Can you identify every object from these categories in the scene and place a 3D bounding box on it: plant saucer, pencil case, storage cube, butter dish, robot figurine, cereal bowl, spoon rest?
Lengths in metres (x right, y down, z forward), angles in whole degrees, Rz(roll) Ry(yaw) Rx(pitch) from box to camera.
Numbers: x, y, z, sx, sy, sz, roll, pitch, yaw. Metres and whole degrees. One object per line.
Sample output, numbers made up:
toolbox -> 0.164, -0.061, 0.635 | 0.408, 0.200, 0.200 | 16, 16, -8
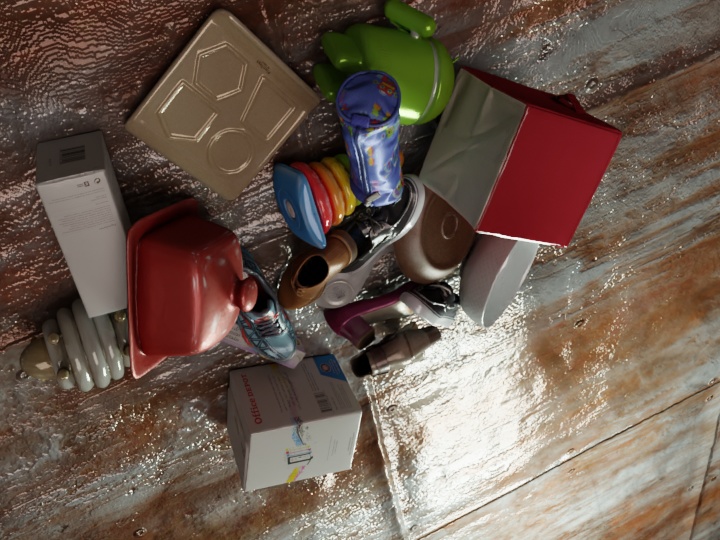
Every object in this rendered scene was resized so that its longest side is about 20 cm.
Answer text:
plant saucer -> 0.130, -0.075, 1.107 | 0.198, 0.036, 0.206 | -18, 115, -41
pencil case -> 0.015, -0.155, 0.882 | 0.076, 0.089, 0.201 | 11, 156, 10
storage cube -> 0.215, -0.160, 0.981 | 0.176, 0.171, 0.204 | 6, 117, -30
butter dish -> -0.205, 0.023, 0.916 | 0.144, 0.200, 0.205 | 7, 107, 10
robot figurine -> 0.039, -0.256, 0.926 | 0.195, 0.117, 0.178 | -1, 130, -27
cereal bowl -> 0.227, -0.008, 1.205 | 0.200, 0.082, 0.203 | -45, 151, -33
spoon rest -> 0.000, 0.000, 1.148 | 0.196, 0.061, 0.100 | -23, 131, 9

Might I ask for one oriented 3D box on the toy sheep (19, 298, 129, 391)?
toy sheep -> -0.368, 0.100, 0.976 | 0.196, 0.138, 0.141 | -14, 130, -24

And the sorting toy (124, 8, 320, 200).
sorting toy -> -0.176, -0.208, 0.912 | 0.200, 0.037, 0.184 | -43, 131, 14

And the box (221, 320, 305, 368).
box -> -0.174, 0.106, 1.139 | 0.198, 0.042, 0.039 | 29, 108, -38

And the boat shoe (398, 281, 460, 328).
boat shoe -> 0.125, 0.049, 1.172 | 0.069, 0.071, 0.199 | -56, 153, 6

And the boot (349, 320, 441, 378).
boot -> 0.048, 0.141, 1.200 | 0.143, 0.072, 0.200 | -21, 169, -20

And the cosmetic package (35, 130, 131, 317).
cosmetic package -> -0.336, -0.056, 0.891 | 0.083, 0.108, 0.204 | -14, 128, -14

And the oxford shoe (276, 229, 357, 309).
oxford shoe -> -0.084, 0.010, 1.052 | 0.071, 0.072, 0.200 | -40, 177, -42

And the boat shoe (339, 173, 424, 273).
boat shoe -> 0.014, -0.063, 1.034 | 0.199, 0.071, 0.066 | -42, 165, 35

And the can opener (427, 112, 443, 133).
can opener -> 0.173, -0.192, 1.093 | 0.052, 0.068, 0.199 | -9, 147, 40

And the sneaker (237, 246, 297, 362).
sneaker -> -0.154, 0.065, 1.049 | 0.078, 0.095, 0.203 | -33, 114, -9

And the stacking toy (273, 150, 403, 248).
stacking toy -> -0.020, -0.129, 1.014 | 0.197, 0.109, 0.118 | -29, 118, -20

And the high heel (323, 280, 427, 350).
high heel -> 0.033, 0.052, 1.212 | 0.199, 0.095, 0.068 | -39, 147, -23

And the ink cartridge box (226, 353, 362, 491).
ink cartridge box -> -0.120, 0.258, 1.208 | 0.195, 0.148, 0.147 | -5, 127, -23
